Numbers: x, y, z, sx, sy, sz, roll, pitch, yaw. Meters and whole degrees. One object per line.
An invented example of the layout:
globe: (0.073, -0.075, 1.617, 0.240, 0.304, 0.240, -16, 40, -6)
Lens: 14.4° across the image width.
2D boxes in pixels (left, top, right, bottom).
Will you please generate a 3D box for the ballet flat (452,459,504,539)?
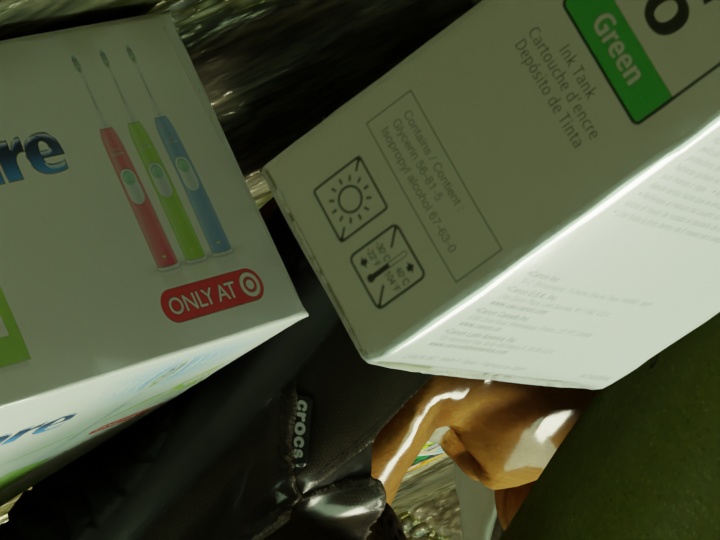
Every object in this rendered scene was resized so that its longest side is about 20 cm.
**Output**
ballet flat: (0.066, 0.022, 0.973, 0.069, 0.069, 0.200, -5, 116, -66)

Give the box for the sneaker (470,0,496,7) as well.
sneaker: (0.066, -0.082, 0.603, 0.085, 0.075, 0.200, -27, 171, 13)

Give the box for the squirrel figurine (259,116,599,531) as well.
squirrel figurine: (0.000, 0.000, 0.847, 0.186, 0.142, 0.200, -4, 147, -38)

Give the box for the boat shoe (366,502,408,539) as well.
boat shoe: (-0.010, 0.112, 0.772, 0.065, 0.072, 0.200, -26, -178, 6)

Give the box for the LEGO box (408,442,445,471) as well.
LEGO box: (0.009, 0.042, 1.206, 0.149, 0.077, 0.200, -27, 171, 19)

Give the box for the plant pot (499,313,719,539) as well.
plant pot: (0.148, 0.047, 0.766, 0.187, 0.187, 0.200, -17, 137, -43)

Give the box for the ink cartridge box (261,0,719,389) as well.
ink cartridge box: (0.090, -0.051, 0.549, 0.200, 0.050, 0.109, -37, 159, 21)

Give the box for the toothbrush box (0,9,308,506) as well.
toothbrush box: (-0.136, 0.026, 0.674, 0.146, 0.086, 0.200, -16, 167, -48)

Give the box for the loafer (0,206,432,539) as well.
loafer: (-0.027, 0.054, 0.722, 0.200, 0.071, 0.073, -49, -163, -2)
